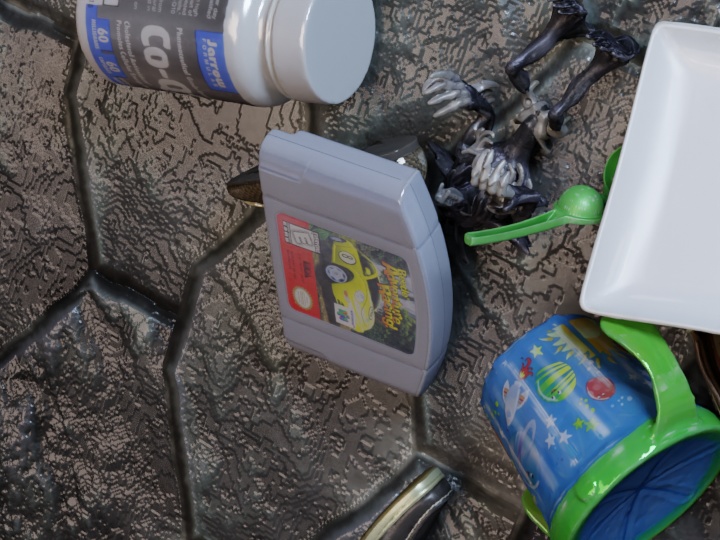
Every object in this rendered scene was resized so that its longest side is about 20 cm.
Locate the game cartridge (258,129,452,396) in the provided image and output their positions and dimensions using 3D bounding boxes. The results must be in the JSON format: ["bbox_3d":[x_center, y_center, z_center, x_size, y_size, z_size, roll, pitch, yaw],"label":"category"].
[{"bbox_3d":[0.000,0.000,1.322,0.133,0.041,0.200,17,138,23],"label":"game cartridge"}]

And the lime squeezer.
[{"bbox_3d":[0.155,-0.060,1.244,0.200,0.071,0.038,-40,59,-11],"label":"lime squeezer"}]

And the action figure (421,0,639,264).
[{"bbox_3d":[0.093,-0.092,1.275,0.200,0.102,0.119,-55,53,24],"label":"action figure"}]

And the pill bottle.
[{"bbox_3d":[-0.096,-0.179,1.378,0.200,0.114,0.114,11,102,32],"label":"pill bottle"}]

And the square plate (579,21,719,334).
[{"bbox_3d":[0.254,-0.048,1.177,0.198,0.028,0.201,11,77,24],"label":"square plate"}]

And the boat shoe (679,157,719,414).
[{"bbox_3d":[0.238,0.021,1.211,0.075,0.075,0.203,-24,83,32],"label":"boat shoe"}]

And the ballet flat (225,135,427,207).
[{"bbox_3d":[-0.024,-0.061,1.359,0.200,0.067,0.046,-5,112,47],"label":"ballet flat"}]

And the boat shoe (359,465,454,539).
[{"bbox_3d":[0.019,0.228,1.383,0.066,0.072,0.201,40,117,13],"label":"boat shoe"}]

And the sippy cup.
[{"bbox_3d":[0.151,0.103,1.251,0.178,0.140,0.130,-48,60,17],"label":"sippy cup"}]
